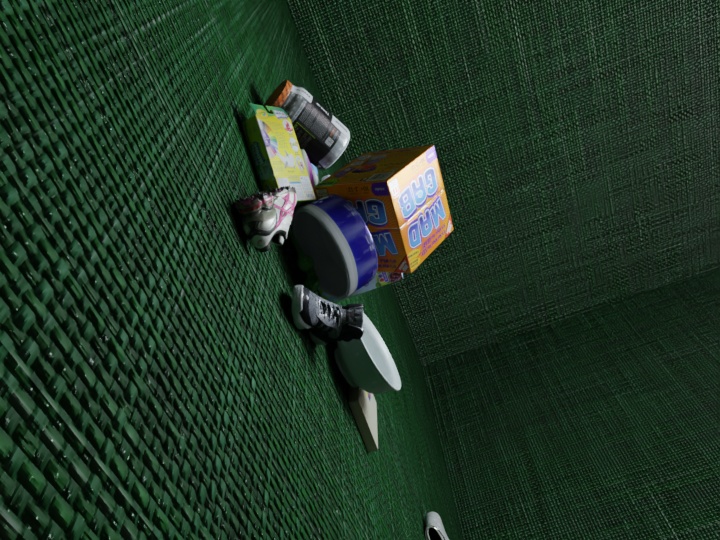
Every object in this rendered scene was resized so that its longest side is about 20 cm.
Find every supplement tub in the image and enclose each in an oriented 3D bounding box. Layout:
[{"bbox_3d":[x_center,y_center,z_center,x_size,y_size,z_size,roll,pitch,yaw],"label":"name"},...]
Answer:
[{"bbox_3d":[-0.130,-0.347,1.418,0.199,0.122,0.123,38,23,-27],"label":"supplement tub"}]

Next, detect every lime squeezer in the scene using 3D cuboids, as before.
[{"bbox_3d":[-0.118,0.001,1.213,0.070,0.037,0.204,9,59,-47],"label":"lime squeezer"}]

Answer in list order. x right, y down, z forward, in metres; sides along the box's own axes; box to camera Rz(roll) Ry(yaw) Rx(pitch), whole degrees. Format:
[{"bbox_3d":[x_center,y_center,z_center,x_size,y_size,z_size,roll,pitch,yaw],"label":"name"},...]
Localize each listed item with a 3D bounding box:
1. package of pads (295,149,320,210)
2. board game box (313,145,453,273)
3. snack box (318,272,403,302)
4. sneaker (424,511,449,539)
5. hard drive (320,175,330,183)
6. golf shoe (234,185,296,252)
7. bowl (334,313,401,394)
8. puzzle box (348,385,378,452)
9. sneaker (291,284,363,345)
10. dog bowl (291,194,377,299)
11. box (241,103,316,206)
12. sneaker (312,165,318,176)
[{"bbox_3d":[-0.127,-0.172,1.430,0.201,0.067,0.157,65,11,-53],"label":"package of pads"},{"bbox_3d":[0.056,-0.135,1.303,0.200,0.197,0.203,-41,122,-42],"label":"board game box"},{"bbox_3d":[0.000,0.000,1.429,0.169,0.196,0.069,-80,151,-74],"label":"snack box"},{"bbox_3d":[0.243,0.837,1.771,0.203,0.073,0.116,63,7,5],"label":"sneaker"},{"bbox_3d":[-0.068,-0.130,1.409,0.201,0.026,0.134,-88,161,-62],"label":"hard drive"},{"bbox_3d":[-0.151,-0.089,0.996,0.200,0.071,0.094,-54,131,-70],"label":"golf shoe"},{"bbox_3d":[0.003,0.195,1.320,0.203,0.089,0.202,56,10,-15],"label":"bowl"},{"bbox_3d":[0.007,0.310,1.396,0.200,0.025,0.135,-89,159,-72],"label":"puzzle box"},{"bbox_3d":[-0.053,0.078,1.092,0.201,0.111,0.077,63,25,-61],"label":"sneaker"},{"bbox_3d":[-0.054,-0.048,1.216,0.200,0.078,0.202,41,-32,33],"label":"dog bowl"},{"bbox_3d":[-0.165,-0.226,1.179,0.117,0.048,0.204,-13,87,-59],"label":"box"},{"bbox_3d":[-0.166,-0.297,1.505,0.078,0.065,0.204,-34,107,-68],"label":"sneaker"}]
